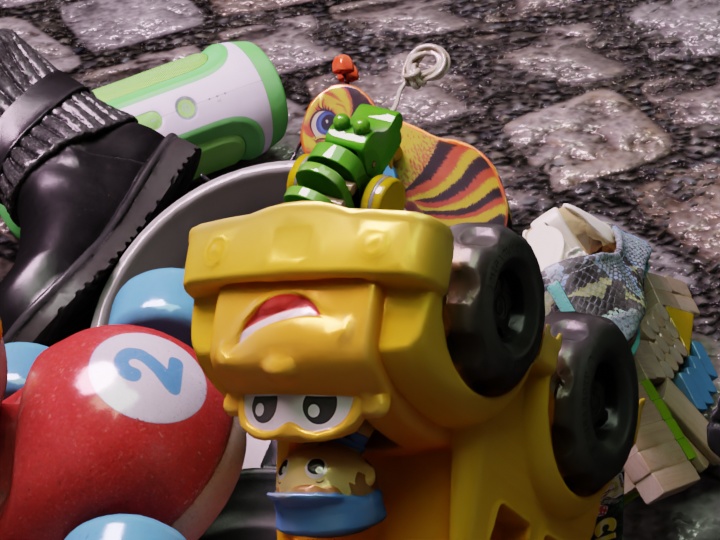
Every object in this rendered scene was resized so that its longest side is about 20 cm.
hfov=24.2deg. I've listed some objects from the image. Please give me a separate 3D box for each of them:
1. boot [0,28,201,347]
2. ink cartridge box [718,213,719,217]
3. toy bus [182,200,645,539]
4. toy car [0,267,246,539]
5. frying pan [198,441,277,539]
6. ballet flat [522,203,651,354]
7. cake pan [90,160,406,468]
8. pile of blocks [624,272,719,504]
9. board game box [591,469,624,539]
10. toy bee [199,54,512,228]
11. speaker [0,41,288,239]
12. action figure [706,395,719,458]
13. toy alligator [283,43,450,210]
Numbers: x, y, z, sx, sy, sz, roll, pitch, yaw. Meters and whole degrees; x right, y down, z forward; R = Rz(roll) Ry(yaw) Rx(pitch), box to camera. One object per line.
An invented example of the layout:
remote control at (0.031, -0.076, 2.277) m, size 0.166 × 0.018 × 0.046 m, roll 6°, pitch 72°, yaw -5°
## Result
boot at (-0.204, -0.042, 0.987) m, size 0.157 × 0.080 × 0.212 m, roll 30°, pitch 43°, yaw 1°
ink cartridge box at (0.351, -0.023, 1.000) m, size 0.197 × 0.047 × 0.199 m, roll -30°, pitch 39°, yaw -30°
toy bus at (0.010, 0.091, 0.646) m, size 0.134 × 0.200 × 0.194 m, roll 0°, pitch 65°, yaw 33°
toy car at (-0.165, 0.051, 0.705) m, size 0.176 × 0.200 × 0.185 m, roll -25°, pitch 35°, yaw 22°
frying pan at (-0.060, 0.110, 0.781) m, size 0.114 × 0.031 × 0.191 m, roll -10°, pitch 28°, yaw -3°
ballet flat at (0.114, -0.001, 0.876) m, size 0.073 × 0.075 × 0.200 m, roll -2°, pitch 11°, yaw 5°
cake pan at (-0.051, 0.035, 0.904) m, size 0.198 × 0.037 × 0.202 m, roll -9°, pitch 58°, yaw 15°
pile of blocks at (0.144, 0.073, 0.885) m, size 0.062 × 0.082 × 0.200 m, roll -39°, pitch 7°, yaw 29°
board game box at (0.079, 0.080, 0.827) m, size 0.023 × 0.106 × 0.200 m, roll -14°, pitch 35°, yaw -11°
toy bee at (0.004, -0.078, 1.052) m, size 0.198 × 0.110 × 0.131 m, roll 13°, pitch -7°, yaw -10°
speaker at (-0.150, -0.089, 1.131) m, size 0.199 × 0.089 × 0.088 m, roll -24°, pitch 38°, yaw -25°
action figure at (0.271, 0.083, 0.801) m, size 0.198 × 0.103 × 0.119 m, roll 16°, pitch 27°, yaw 31°
toy alligator at (-0.008, -0.053, 0.884) m, size 0.059 × 0.054 × 0.201 m, roll 16°, pitch 68°, yaw 27°
